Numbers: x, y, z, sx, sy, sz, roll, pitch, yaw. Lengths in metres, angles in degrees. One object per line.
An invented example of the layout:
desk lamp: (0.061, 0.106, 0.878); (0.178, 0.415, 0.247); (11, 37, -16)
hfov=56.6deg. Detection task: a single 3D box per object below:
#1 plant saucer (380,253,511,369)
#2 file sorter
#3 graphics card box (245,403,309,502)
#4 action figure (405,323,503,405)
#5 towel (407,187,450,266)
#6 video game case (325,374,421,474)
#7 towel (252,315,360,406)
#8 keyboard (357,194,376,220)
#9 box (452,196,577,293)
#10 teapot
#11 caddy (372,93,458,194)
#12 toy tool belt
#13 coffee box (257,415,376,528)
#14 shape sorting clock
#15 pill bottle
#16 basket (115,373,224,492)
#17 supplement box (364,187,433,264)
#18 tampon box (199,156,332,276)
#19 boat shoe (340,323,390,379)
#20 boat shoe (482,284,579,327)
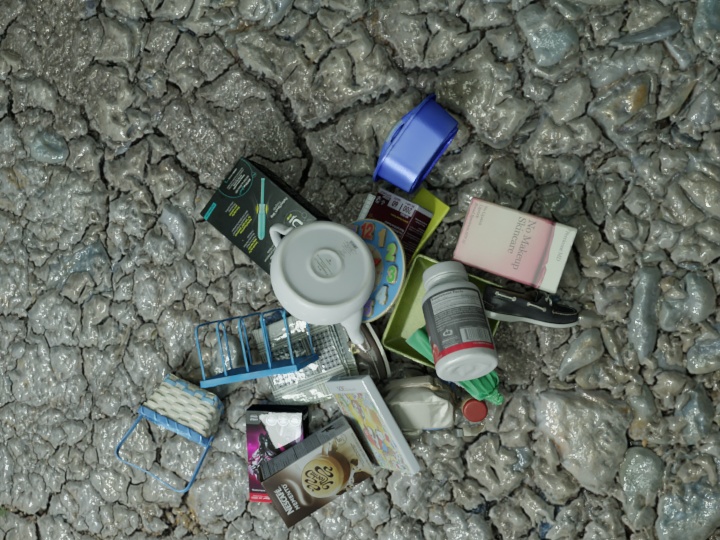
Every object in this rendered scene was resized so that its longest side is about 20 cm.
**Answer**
plant saucer: (0.167, 0.094, 1.317); (0.200, 0.048, 0.200); (22, 94, 11)
file sorter: (-0.206, 0.146, 1.323); (0.200, 0.139, 0.123); (-12, 88, 13)
graphics card box: (-0.168, 0.378, 1.378); (0.125, 0.051, 0.200); (1, 96, 11)
action figure: (0.190, 0.174, 1.245); (0.118, 0.055, 0.200); (-36, 72, -24)
towel: (0.093, -0.063, 1.324); (0.086, 0.018, 0.200); (44, 104, 37)
video game case: (0.020, 0.293, 1.280); (0.023, 0.182, 0.200); (-31, 93, -26)
towel: (-0.108, 0.182, 1.383); (0.200, 0.035, 0.193); (-20, 86, 11)
keyboard: (0.001, -0.055, 1.372); (0.056, 0.011, 0.200); (25, 95, 11)
box: (0.288, -0.047, 1.260); (0.200, 0.109, 0.128); (18, 93, 12)
teapot: (-0.075, 0.014, 1.204); (0.197, 0.146, 0.200); (8, 66, -8)
caddy: (0.100, -0.242, 1.285); (0.105, 0.141, 0.200); (37, 96, 7)
toy tool belt: (0.140, 0.251, 1.292); (0.200, 0.123, 0.125); (-6, 103, 7)
coffee box: (-0.087, 0.392, 1.311); (0.200, 0.080, 0.113); (-30, 102, -9)
shape sorting clock: (0.000, 0.000, 1.262); (0.200, 0.039, 0.200); (-11, 71, 35)
pill bottle: (0.171, 0.087, 1.197); (0.111, 0.111, 0.200); (-17, 58, 12)
basket: (-0.381, 0.332, 1.378); (0.176, 0.139, 0.200); (26, 65, 11)
supplement box: (0.046, -0.048, 1.305); (0.109, 0.061, 0.200); (30, 96, 39)
tampon box: (-0.187, -0.105, 1.353); (0.200, 0.126, 0.150); (40, 99, 8)
boat shoe: (-0.003, 0.130, 1.332); (0.059, 0.072, 0.200); (-24, 85, -16)
boat shoe: (0.319, 0.064, 1.246); (0.200, 0.074, 0.060); (7, 103, -9)
